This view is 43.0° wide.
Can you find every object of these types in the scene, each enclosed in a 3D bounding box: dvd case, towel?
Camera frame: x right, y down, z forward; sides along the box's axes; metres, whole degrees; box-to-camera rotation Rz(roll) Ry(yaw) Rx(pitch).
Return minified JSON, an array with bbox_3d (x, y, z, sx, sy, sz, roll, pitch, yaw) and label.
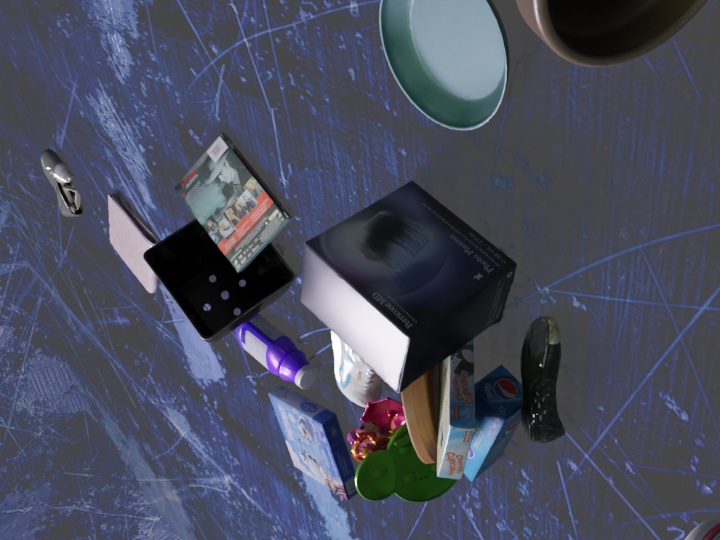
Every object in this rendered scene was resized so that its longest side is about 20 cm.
[{"bbox_3d":[-0.226,-0.119,1.603,0.146,0.022,0.200,-45,77,23],"label":"dvd case"},{"bbox_3d":[-0.546,-0.067,2.209,0.191,0.032,0.200,48,149,20],"label":"towel"}]

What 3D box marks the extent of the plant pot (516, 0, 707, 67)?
[{"bbox_3d":[0.182,-0.297,0.747,0.201,0.199,0.175,93,153,-45],"label":"plant pot"}]

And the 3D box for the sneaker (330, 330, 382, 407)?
[{"bbox_3d":[0.006,0.157,1.532,0.081,0.076,0.201,24,138,42],"label":"sneaker"}]

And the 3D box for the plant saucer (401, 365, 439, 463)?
[{"bbox_3d":[0.098,0.177,1.329,0.032,0.200,0.201,-9,116,15],"label":"plant saucer"}]

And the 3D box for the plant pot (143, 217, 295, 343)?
[{"bbox_3d":[-0.258,0.019,1.701,0.200,0.199,0.178,52,164,11],"label":"plant pot"}]

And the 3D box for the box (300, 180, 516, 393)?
[{"bbox_3d":[0.059,0.016,1.191,0.200,0.198,0.124,41,147,27],"label":"box"}]

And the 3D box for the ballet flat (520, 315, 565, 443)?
[{"bbox_3d":[0.243,0.141,1.196,0.067,0.057,0.201,-115,18,-55],"label":"ballet flat"}]

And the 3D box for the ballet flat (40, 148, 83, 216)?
[{"bbox_3d":[-0.769,-0.228,2.385,0.063,0.067,0.201,8,130,20],"label":"ballet flat"}]

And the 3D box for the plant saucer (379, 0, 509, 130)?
[{"bbox_3d":[0.101,-0.259,1.035,0.200,0.036,0.201,37,144,32],"label":"plant saucer"}]

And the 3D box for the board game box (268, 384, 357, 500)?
[{"bbox_3d":[-0.097,0.356,1.906,0.199,0.043,0.201,18,132,51],"label":"board game box"}]

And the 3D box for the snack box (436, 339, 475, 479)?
[{"bbox_3d":[0.130,0.168,1.252,0.037,0.200,0.116,6,135,0],"label":"snack box"}]

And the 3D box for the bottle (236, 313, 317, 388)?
[{"bbox_3d":[-0.165,0.161,1.804,0.200,0.065,0.084,34,143,37],"label":"bottle"}]

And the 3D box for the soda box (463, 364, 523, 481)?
[{"bbox_3d":[0.183,0.225,1.334,0.068,0.064,0.200,45,148,23],"label":"soda box"}]

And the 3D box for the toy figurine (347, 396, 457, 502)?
[{"bbox_3d":[0.045,0.282,1.502,0.184,0.199,0.151,26,130,62],"label":"toy figurine"}]

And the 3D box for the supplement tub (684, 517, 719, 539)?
[{"bbox_3d":[0.448,0.361,0.978,0.200,0.140,0.141,12,127,53],"label":"supplement tub"}]
